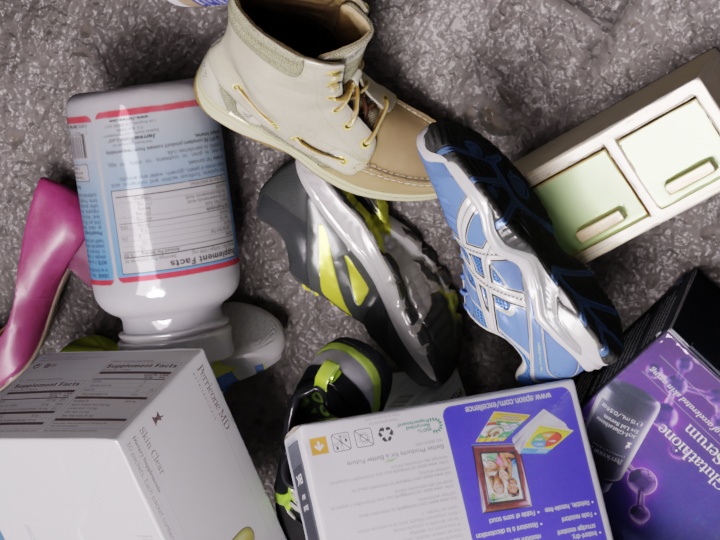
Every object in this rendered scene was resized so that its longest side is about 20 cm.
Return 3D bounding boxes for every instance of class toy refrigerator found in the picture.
[{"bbox_3d":[0.170,-0.062,1.401,0.200,0.070,0.076,-29,101,29],"label":"toy refrigerator"}]

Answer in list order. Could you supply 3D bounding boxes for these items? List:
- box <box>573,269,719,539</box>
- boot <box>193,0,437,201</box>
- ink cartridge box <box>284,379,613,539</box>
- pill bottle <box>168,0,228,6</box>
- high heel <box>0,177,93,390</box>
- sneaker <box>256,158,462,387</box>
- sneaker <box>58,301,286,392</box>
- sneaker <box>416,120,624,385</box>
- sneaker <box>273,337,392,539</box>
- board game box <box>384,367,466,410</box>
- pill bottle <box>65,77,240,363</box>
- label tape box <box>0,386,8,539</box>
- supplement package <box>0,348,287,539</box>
[{"bbox_3d":[0.213,0.125,1.454,0.148,0.104,0.200,41,121,-2],"label":"box"},{"bbox_3d":[-0.007,-0.121,1.388,0.199,0.072,0.155,23,157,-5],"label":"boot"},{"bbox_3d":[0.067,0.184,1.352,0.043,0.197,0.201,126,133,-66],"label":"ink cartridge box"},{"bbox_3d":[-0.039,-0.238,1.372,0.199,0.116,0.116,-2,113,21],"label":"pill bottle"},{"bbox_3d":[-0.271,0.019,1.603,0.200,0.067,0.096,-43,104,11],"label":"high heel"},{"bbox_3d":[0.000,0.000,1.504,0.084,0.074,0.200,-29,92,36],"label":"sneaker"},{"bbox_3d":[-0.135,0.087,1.601,0.199,0.076,0.105,-8,129,24],"label":"sneaker"},{"bbox_3d":[0.091,-0.007,1.377,0.077,0.076,0.200,-30,98,28],"label":"sneaker"},{"bbox_3d":[-0.036,0.133,1.437,0.072,0.083,0.201,25,126,21],"label":"sneaker"},{"bbox_3d":[0.038,0.187,1.543,0.103,0.105,0.201,-6,112,35],"label":"board game box"},{"bbox_3d":[-0.144,-0.033,1.488,0.108,0.109,0.201,-4,97,23],"label":"pill bottle"},{"bbox_3d":[-0.214,0.195,1.650,0.199,0.063,0.144,27,143,8],"label":"label tape box"},{"bbox_3d":[-0.160,0.168,1.464,0.155,0.111,0.201,-3,121,35],"label":"supplement package"}]
